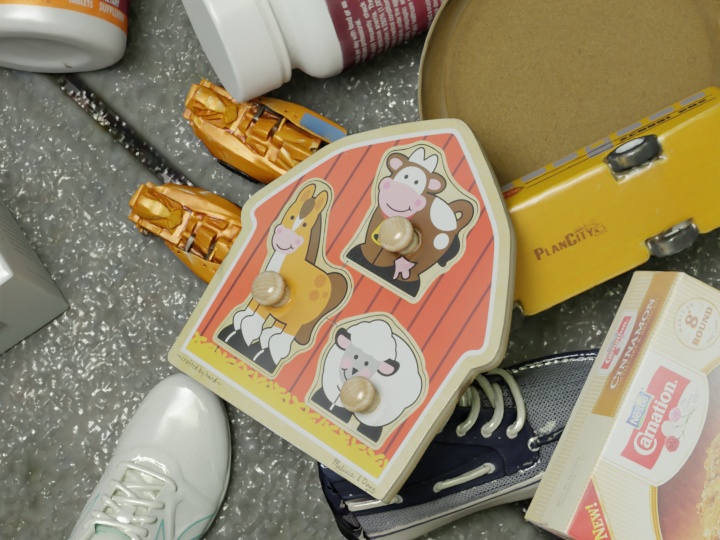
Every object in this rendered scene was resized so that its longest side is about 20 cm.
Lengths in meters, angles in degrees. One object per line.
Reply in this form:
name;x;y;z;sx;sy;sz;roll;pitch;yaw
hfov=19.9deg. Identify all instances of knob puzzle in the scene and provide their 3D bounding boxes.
knob puzzle;0.000;0.000;1.125;0.219;0.030;0.221;-12;63;26

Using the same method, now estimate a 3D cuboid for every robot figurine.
robot figurine;-0.030;-0.026;1.218;0.199;0.058;0.145;26;86;11

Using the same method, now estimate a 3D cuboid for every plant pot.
plant pot;0.131;-0.110;1.188;0.199;0.028;0.201;-1;111;-3

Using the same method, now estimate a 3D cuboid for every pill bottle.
pill bottle;-0.002;-0.183;1.197;0.199;0.114;0.115;-27;78;-9
pill bottle;-0.189;-0.229;1.246;0.109;0.110;0.201;2;81;7

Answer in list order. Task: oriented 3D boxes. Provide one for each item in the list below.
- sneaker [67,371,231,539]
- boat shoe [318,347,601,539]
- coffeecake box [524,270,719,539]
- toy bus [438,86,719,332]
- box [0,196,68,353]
sneaker;-0.132;0.153;1.191;0.070;0.080;0.201;20;82;12
boat shoe;0.065;0.085;1.155;0.199;0.093;0.075;-28;51;3
coffeecake box;0.215;0.111;1.123;0.199;0.073;0.154;26;84;-12
toy bus;0.127;-0.031;1.159;0.199;0.078;0.065;-26;103;6
box;-0.277;-0.042;1.218;0.097;0.124;0.200;-33;78;1
